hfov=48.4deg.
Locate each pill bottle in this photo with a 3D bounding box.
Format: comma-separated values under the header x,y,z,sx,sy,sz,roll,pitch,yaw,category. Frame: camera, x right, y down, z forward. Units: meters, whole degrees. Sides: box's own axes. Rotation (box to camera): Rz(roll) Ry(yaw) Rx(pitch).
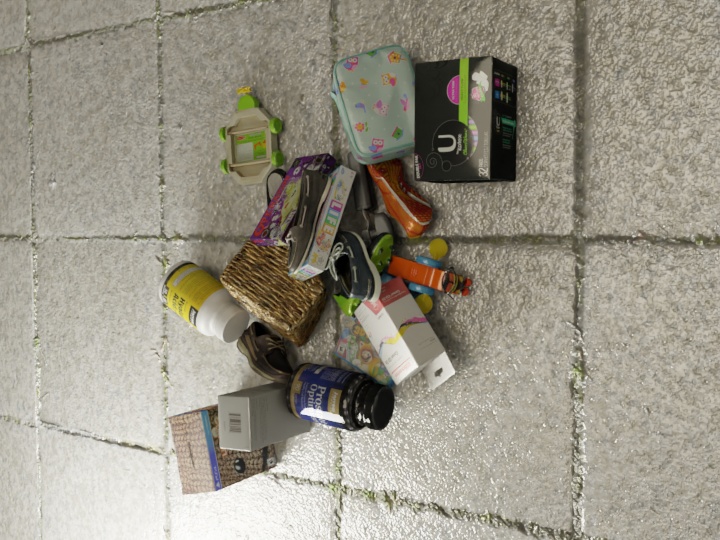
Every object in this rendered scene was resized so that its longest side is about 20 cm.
x,y,z,sx,sy,sz,roll,pitch,yaw,category
-0.038,0.249,1.558,0.198,0.111,0.114,6,96,33,pill bottle
-0.337,0.072,1.742,0.199,0.111,0.112,32,109,27,pill bottle

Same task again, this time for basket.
x,y,z,sx,sy,sz,roll,pitch,yaw,category
-0.164,0.035,1.635,0.199,0.149,0.143,34,77,14,basket

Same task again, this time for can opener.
x,y,z,sx,sy,sz,roll,pitch,yaw,category
0.025,-0.134,1.535,0.066,0.053,0.203,-11,86,20,can opener

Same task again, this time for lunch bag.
x,y,z,sx,sy,sz,roll,pitch,yaw,category
0.033,-0.304,1.467,0.158,0.077,0.203,-16,82,1,lunch bag

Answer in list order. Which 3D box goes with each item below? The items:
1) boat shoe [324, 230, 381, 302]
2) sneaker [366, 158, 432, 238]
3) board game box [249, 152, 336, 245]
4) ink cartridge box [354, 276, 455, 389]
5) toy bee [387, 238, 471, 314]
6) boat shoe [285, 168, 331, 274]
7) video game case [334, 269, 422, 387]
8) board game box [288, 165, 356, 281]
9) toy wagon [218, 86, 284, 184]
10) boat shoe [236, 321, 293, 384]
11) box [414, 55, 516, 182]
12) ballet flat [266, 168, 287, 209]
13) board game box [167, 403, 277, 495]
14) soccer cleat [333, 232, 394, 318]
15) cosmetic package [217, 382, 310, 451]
x,y,z,sx,sy,sz,roll,pitch,yaw,category
-0.024,-0.011,1.443,0.201,0.061,0.076,63,141,47,boat shoe
0.060,-0.145,1.500,0.201,0.072,0.077,62,146,25,sneaker
-0.133,-0.138,1.566,0.119,0.032,0.202,-3,56,55,board game box
0.079,0.128,1.454,0.201,0.067,0.117,58,152,13,ink cartridge box
0.140,0.023,1.448,0.132,0.108,0.200,-61,36,20,toy bee
-0.110,-0.093,1.475,0.067,0.056,0.202,-33,38,66,boat shoe
0.037,0.107,1.557,0.142,0.018,0.202,30,108,29,video game case
-0.074,-0.087,1.519,0.134,0.034,0.202,-23,47,68,board game box
-0.231,-0.286,1.697,0.153,0.039,0.203,-2,91,33,toy wagon
-0.194,0.166,1.652,0.199,0.074,0.074,35,105,46,boat shoe
0.182,-0.254,1.381,0.147,0.124,0.203,2,95,31,box
-0.166,-0.110,1.666,0.066,0.057,0.203,8,103,18,ballet flat
-0.284,0.359,1.671,0.096,0.199,0.162,-15,85,32,board game box
0.000,0.000,1.512,0.081,0.067,0.201,45,128,27,soccer cleat
-0.189,0.288,1.605,0.084,0.199,0.109,-3,89,31,cosmetic package
